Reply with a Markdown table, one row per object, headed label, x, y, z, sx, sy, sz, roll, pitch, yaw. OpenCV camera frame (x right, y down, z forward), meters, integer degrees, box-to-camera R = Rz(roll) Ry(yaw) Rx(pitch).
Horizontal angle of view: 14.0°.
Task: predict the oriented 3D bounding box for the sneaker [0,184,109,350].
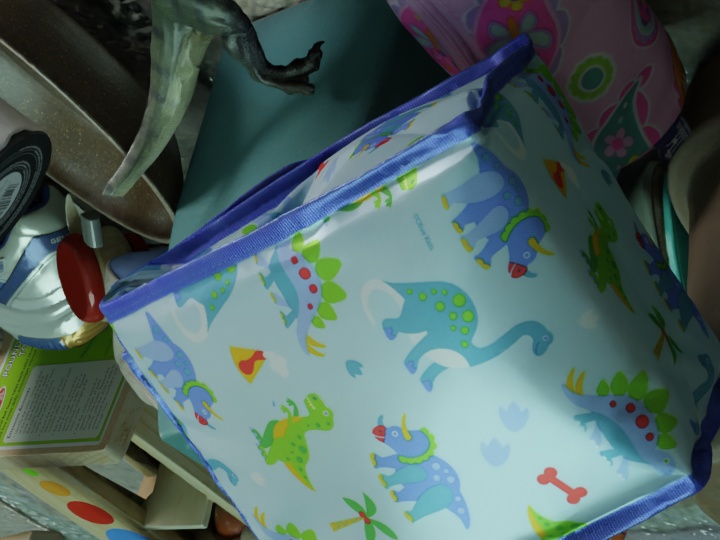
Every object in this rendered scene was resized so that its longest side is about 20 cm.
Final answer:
| label | x | y | z | sx | sy | sz | roll | pitch | yaw |
| --- | --- | --- | --- | --- | --- | --- | --- | --- | --- |
| sneaker | -0.206 | -0.013 | 1.575 | 0.199 | 0.075 | 0.089 | -1 | 125 | 42 |

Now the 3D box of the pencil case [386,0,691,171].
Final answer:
| label | x | y | z | sx | sy | sz | roll | pitch | yaw |
| --- | --- | --- | --- | --- | --- | --- | --- | --- | --- |
| pencil case | 0.054 | -0.111 | 1.151 | 0.087 | 0.088 | 0.200 | 0 | 148 | 35 |

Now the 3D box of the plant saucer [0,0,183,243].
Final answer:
| label | x | y | z | sx | sy | sz | roll | pitch | yaw |
| --- | --- | --- | --- | --- | --- | --- | --- | --- | --- |
| plant saucer | -0.150 | -0.090 | 1.338 | 0.200 | 0.037 | 0.200 | 36 | 168 | 9 |

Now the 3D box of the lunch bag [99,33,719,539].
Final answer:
| label | x | y | z | sx | sy | sz | roll | pitch | yaw |
| --- | --- | --- | --- | --- | --- | --- | --- | --- | --- |
| lunch bag | 0.020 | 0.035 | 1.127 | 0.199 | 0.127 | 0.171 | -30 | 99 | 24 |

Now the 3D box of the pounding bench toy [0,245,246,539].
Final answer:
| label | x | y | z | sx | sy | sz | roll | pitch | yaw |
| --- | --- | --- | --- | --- | --- | --- | --- | --- | --- |
| pounding bench toy | -0.118 | 0.115 | 1.589 | 0.124 | 0.201 | 0.156 | -7 | 144 | 43 |

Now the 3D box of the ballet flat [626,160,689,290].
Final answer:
| label | x | y | z | sx | sy | sz | roll | pitch | yaw |
| --- | --- | --- | --- | --- | --- | --- | --- | --- | --- |
| ballet flat | 0.137 | 0.019 | 1.360 | 0.063 | 0.068 | 0.200 | -4 | 149 | 20 |

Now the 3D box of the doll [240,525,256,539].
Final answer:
| label | x | y | z | sx | sy | sz | roll | pitch | yaw |
| --- | --- | --- | --- | --- | --- | --- | --- | --- | --- |
| doll | -0.004 | 0.169 | 1.530 | 0.136 | 0.049 | 0.200 | 24 | -175 | 11 |

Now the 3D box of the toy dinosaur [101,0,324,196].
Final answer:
| label | x | y | z | sx | sy | sz | roll | pitch | yaw |
| --- | --- | --- | --- | --- | --- | --- | --- | --- | --- |
| toy dinosaur | -0.055 | -0.116 | 1.214 | 0.087 | 0.048 | 0.201 | 9 | 120 | 3 |

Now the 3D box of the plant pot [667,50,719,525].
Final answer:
| label | x | y | z | sx | sy | sz | roll | pitch | yaw |
| --- | --- | --- | --- | --- | --- | --- | --- | --- | --- |
| plant pot | 0.206 | 0.024 | 1.204 | 0.199 | 0.176 | 0.201 | 17 | 156 | 8 |

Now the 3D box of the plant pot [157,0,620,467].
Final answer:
| label | x | y | z | sx | sy | sz | roll | pitch | yaw |
| --- | --- | --- | --- | --- | --- | --- | --- | --- | --- |
| plant pot | 0.000 | 0.000 | 1.274 | 0.141 | 0.201 | 0.141 | 35 | 151 | -28 |

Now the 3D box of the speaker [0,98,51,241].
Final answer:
| label | x | y | z | sx | sy | sz | roll | pitch | yaw |
| --- | --- | --- | --- | --- | --- | --- | --- | --- | --- |
| speaker | -0.241 | -0.088 | 1.343 | 0.200 | 0.081 | 0.081 | 36 | 157 | 12 |

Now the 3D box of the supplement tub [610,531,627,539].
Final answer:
| label | x | y | z | sx | sy | sz | roll | pitch | yaw |
| --- | --- | --- | --- | --- | --- | --- | --- | --- | --- |
| supplement tub | 0.038 | 0.094 | 1.524 | 0.199 | 0.123 | 0.122 | 33 | 152 | -24 |

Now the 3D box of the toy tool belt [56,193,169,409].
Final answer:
| label | x | y | z | sx | sy | sz | roll | pitch | yaw |
| --- | --- | --- | --- | --- | --- | --- | --- | --- | --- |
| toy tool belt | -0.056 | 0.018 | 1.434 | 0.200 | 0.122 | 0.126 | 37 | 138 | 55 |

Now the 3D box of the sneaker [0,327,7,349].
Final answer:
| label | x | y | z | sx | sy | sz | roll | pitch | yaw |
| --- | --- | --- | --- | --- | --- | --- | --- | --- | --- |
| sneaker | -0.264 | 0.056 | 1.722 | 0.198 | 0.080 | 0.130 | 6 | 153 | 27 |
